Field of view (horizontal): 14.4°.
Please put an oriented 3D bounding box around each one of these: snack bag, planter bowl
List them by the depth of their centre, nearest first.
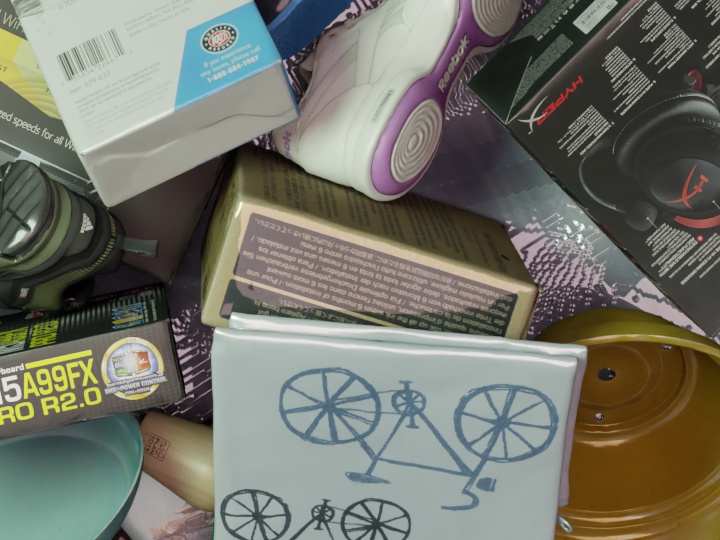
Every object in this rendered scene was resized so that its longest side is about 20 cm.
[{"bbox_3d":[0.016,0.112,1.461,0.187,0.021,0.201,4,125,1],"label":"snack bag"},{"bbox_3d":[0.140,0.082,1.583,0.199,0.084,0.201,-1,132,-2],"label":"planter bowl"}]

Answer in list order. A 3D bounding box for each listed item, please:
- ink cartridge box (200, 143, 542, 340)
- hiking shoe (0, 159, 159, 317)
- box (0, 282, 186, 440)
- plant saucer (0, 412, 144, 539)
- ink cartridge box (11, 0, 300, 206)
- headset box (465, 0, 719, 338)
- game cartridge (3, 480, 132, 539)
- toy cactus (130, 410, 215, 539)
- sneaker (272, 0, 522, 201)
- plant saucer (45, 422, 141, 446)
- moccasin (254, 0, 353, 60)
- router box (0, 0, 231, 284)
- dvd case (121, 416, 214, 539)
[{"bbox_3d":[0.000,0.000,1.523,0.164,0.200,0.076,18,99,-5],"label":"ink cartridge box"},{"bbox_3d":[-0.195,0.000,1.528,0.100,0.199,0.076,25,68,-33],"label":"hiking shoe"},{"bbox_3d":[-0.175,0.052,1.511,0.159,0.200,0.045,-11,96,-3],"label":"box"},{"bbox_3d":[-0.204,0.135,1.527,0.199,0.200,0.028,-24,121,-3],"label":"plant saucer"},{"bbox_3d":[-0.123,-0.150,1.490,0.115,0.067,0.201,-25,65,-1],"label":"ink cartridge box"},{"bbox_3d":[0.178,-0.075,1.506,0.149,0.075,0.200,-45,115,4],"label":"headset box"},{"bbox_3d":[-0.137,0.227,1.547,0.130,0.038,0.200,-43,98,-28],"label":"game cartridge"},{"bbox_3d":[-0.050,0.129,1.551,0.164,0.102,0.201,24,105,6],"label":"toy cactus"},{"bbox_3d":[0.021,-0.132,1.569,0.201,0.099,0.075,-57,142,-26],"label":"sneaker"},{"bbox_3d":[-0.084,0.129,1.617,0.199,0.019,0.070,11,93,-7],"label":"plant saucer"},{"bbox_3d":[-0.006,-0.201,1.556,0.068,0.081,0.200,39,62,20],"label":"moccasin"},{"bbox_3d":[-0.163,-0.105,1.575,0.199,0.052,0.158,25,91,-6],"label":"router box"},{"bbox_3d":[-0.049,0.146,1.602,0.199,0.022,0.147,-28,96,-3],"label":"dvd case"}]
